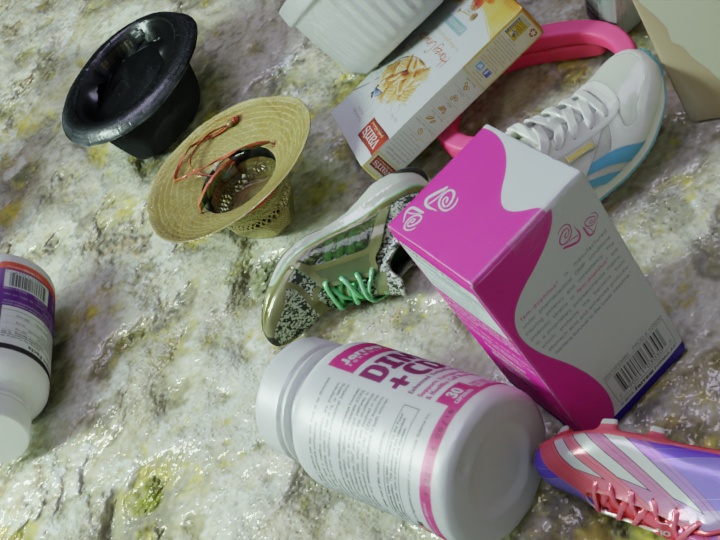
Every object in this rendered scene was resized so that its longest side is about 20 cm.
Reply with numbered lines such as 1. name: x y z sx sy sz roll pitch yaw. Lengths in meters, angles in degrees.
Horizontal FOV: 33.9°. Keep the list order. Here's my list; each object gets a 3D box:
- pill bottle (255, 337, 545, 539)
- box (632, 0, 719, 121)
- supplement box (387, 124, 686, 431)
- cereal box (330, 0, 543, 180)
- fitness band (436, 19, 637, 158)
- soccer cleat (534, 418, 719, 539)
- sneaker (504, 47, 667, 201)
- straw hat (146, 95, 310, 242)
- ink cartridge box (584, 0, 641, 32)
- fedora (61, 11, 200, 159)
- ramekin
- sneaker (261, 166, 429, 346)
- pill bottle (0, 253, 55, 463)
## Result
1. pill bottle: 0.023 0.116 0.854 0.200 0.113 0.113 14 64 43
2. box: 0.261 -0.216 0.901 0.078 0.200 0.095 -8 50 32
3. supplement box: 0.124 0.012 0.803 0.101 0.200 0.103 -45 42 -6
4. cereal box: 0.066 -0.182 1.099 0.200 0.040 0.144 -43 29 10
5. fitness band: 0.156 -0.157 1.053 0.200 0.037 0.144 -5 52 35
6. soccer cleat: 0.197 0.143 0.743 0.200 0.067 0.077 1 60 34
7. sneaker: 0.162 -0.096 0.933 0.200 0.081 0.077 -52 43 8
8. straw hat: -0.107 -0.075 1.140 0.201 0.085 0.201 -24 38 20
9. ink cartridge box: 0.276 -0.303 1.000 0.200 0.163 0.057 -44 69 -1
10. fedora: -0.242 -0.198 1.342 0.200 0.092 0.201 -20 45 22
11. ramekin: 0.025 -0.285 1.158 0.200 0.105 0.200 -43 7 7
12. sneaker: 0.000 0.000 1.010 0.200 0.077 0.089 -43 50 0
13. pill bottle: -0.362 0.088 1.166 0.111 0.111 0.200 -26 43 15
